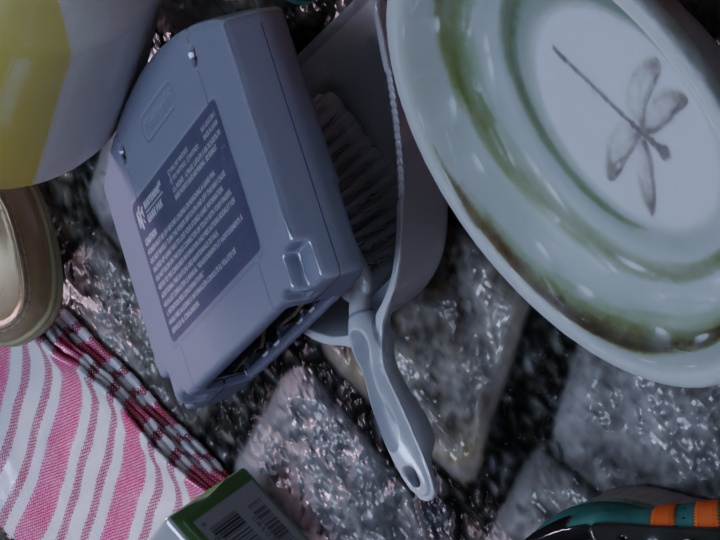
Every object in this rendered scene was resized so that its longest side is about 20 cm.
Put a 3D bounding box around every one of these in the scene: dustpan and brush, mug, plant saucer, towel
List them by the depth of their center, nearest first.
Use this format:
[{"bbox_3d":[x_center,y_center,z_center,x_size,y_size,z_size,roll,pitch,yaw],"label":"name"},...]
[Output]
[{"bbox_3d":[0.092,-0.052,1.000,0.200,0.050,0.200,40,150,28],"label":"plant saucer"},{"bbox_3d":[0.000,0.000,1.142,0.140,0.057,0.200,-39,75,49],"label":"dustpan and brush"},{"bbox_3d":[-0.153,-0.112,1.153,0.149,0.187,0.153,27,158,-10],"label":"mug"},{"bbox_3d":[-0.135,0.113,1.368,0.200,0.030,0.147,41,133,30],"label":"towel"}]

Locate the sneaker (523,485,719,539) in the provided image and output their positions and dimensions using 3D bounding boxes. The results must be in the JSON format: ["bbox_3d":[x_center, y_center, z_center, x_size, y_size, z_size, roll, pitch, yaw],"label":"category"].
[{"bbox_3d":[0.133,0.120,1.024,0.200,0.080,0.072,-8,99,50],"label":"sneaker"}]

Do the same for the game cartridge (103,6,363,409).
[{"bbox_3d":[-0.059,-0.029,1.157,0.133,0.041,0.200,69,156,10],"label":"game cartridge"}]

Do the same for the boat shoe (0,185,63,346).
[{"bbox_3d":[-0.212,-0.053,1.343,0.072,0.065,0.200,-28,78,18],"label":"boat shoe"}]

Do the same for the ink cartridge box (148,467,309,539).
[{"bbox_3d":[-0.081,0.194,1.294,0.104,0.059,0.200,47,132,10],"label":"ink cartridge box"}]

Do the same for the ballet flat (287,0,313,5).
[{"bbox_3d":[-0.059,-0.198,1.137,0.200,0.067,0.067,50,115,19],"label":"ballet flat"}]
